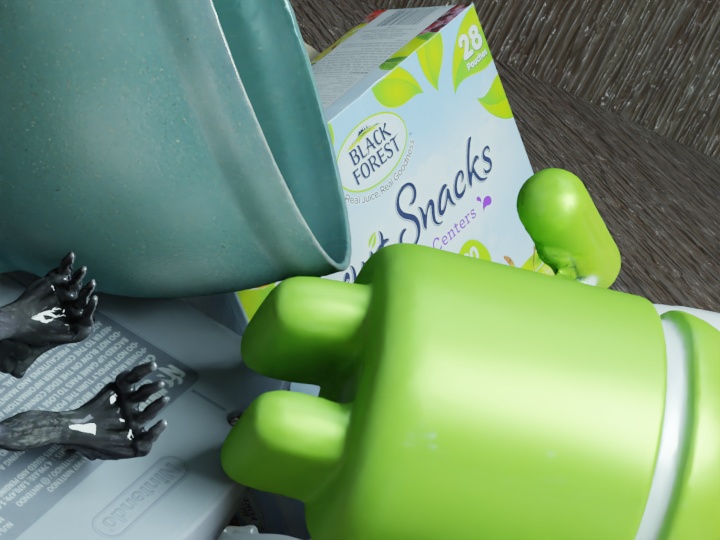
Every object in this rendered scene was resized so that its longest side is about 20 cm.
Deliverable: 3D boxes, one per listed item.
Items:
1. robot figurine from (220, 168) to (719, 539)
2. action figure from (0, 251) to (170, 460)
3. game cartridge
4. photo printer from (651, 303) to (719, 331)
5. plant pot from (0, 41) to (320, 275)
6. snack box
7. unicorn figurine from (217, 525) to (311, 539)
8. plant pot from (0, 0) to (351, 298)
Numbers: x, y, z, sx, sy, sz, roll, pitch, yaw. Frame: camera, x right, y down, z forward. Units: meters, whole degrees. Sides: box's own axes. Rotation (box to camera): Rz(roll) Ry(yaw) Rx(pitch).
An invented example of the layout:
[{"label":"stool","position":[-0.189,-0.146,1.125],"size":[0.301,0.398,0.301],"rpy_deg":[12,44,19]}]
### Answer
[{"label":"robot figurine","position":[0.055,0.058,0.861],"size":[0.200,0.176,0.116],"rpy_deg":[14,-22,-10]},{"label":"action figure","position":[-0.170,0.039,0.782],"size":[0.200,0.102,0.119],"rpy_deg":[-12,59,-32]},{"label":"game cartridge","position":[-0.117,0.070,0.872],"size":[0.133,0.040,0.200],"rpy_deg":[28,40,19]},{"label":"photo printer","position":[0.149,0.080,1.013],"size":[0.166,0.069,0.200],"rpy_deg":[16,-23,-5]},{"label":"plant pot","position":[-0.095,-0.010,1.135],"size":[0.200,0.200,0.135],"rpy_deg":[21,47,-25]},{"label":"snack box","position":[0.000,0.000,1.072],"size":[0.068,0.169,0.200],"rpy_deg":[0,30,40]},{"label":"unicorn figurine","position":[-0.041,0.118,0.947],"size":[0.200,0.074,0.137],"rpy_deg":[29,-1,-35]},{"label":"plant pot","position":[-0.099,-0.074,0.893],"size":[0.200,0.134,0.200],"rpy_deg":[-19,90,-83]}]
